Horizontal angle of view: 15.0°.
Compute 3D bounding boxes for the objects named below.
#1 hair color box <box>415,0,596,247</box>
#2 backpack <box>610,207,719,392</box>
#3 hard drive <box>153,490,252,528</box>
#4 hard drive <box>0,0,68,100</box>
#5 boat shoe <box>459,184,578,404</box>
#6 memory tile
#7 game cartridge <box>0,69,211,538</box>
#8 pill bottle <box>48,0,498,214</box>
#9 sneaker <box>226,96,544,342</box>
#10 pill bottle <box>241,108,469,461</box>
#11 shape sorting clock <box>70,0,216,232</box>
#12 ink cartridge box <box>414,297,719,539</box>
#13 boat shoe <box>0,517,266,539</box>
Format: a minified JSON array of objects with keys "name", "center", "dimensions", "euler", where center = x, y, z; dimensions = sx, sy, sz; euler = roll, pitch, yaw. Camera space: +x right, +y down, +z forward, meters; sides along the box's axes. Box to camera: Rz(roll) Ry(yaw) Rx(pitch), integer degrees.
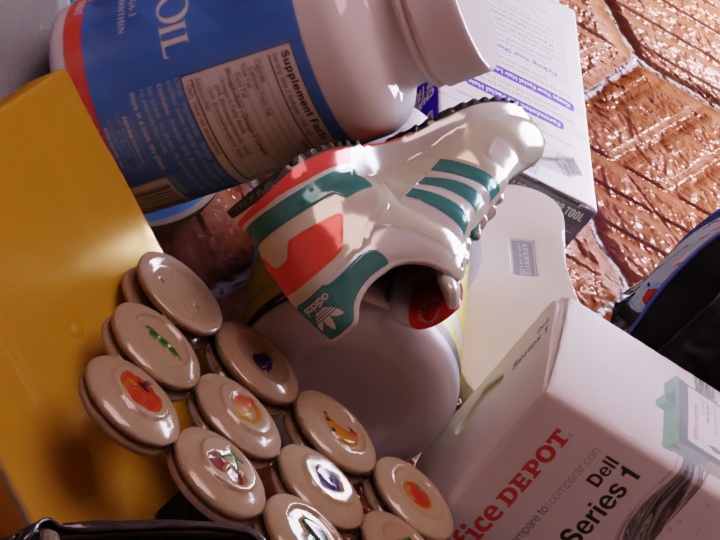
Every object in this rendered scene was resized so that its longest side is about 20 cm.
[{"name":"hair color box","center":[0.075,-0.100,1.625],"dimensions":[0.109,0.065,0.200],"euler":[25,34,-20]},{"name":"backpack","center":[0.215,0.061,1.455],"dimensions":[0.200,0.191,0.154],"euler":[35,18,-5]},{"name":"hard drive","center":[-0.002,0.190,1.223],"dimensions":[0.200,0.033,0.140],"euler":[22,46,-26]},{"name":"hard drive","center":[-0.210,-0.102,1.341],"dimensions":[0.139,0.033,0.201],"euler":[11,52,-24]},{"name":"boat shoe","center":[0.075,0.031,1.469],"dimensions":[0.072,0.069,0.200],"euler":[6,34,-7]},{"name":"memory tile","center":[-0.037,0.082,1.230],"dimensions":[0.200,0.017,0.153],"euler":[40,23,-11]},{"name":"game cartridge","center":[-0.140,0.028,1.234],"dimensions":[0.200,0.032,0.176],"euler":[62,33,-10]},{"name":"pill bottle","center":[-0.040,-0.106,1.322],"dimensions":[0.112,0.199,0.113],"euler":[-18,90,-76]},{"name":"sneaker","center":[0.027,-0.019,1.302],"dimensions":[0.199,0.070,0.094],"euler":[-18,76,-48]},{"name":"pill bottle","center":[0.000,0.000,1.397],"dimensions":[0.112,0.112,0.200],"euler":[28,36,-15]},{"name":"shape sorting clock","center":[-0.157,-0.098,1.432],"dimensions":[0.200,0.039,0.200],"euler":[24,36,-19]},{"name":"ink cartridge box","center":[0.137,0.128,1.343],"dimensions":[0.200,0.146,0.084],"euler":[31,34,-9]},{"name":"boat shoe","center":[-0.131,0.134,1.123],"dimensions":[0.199,0.065,0.072],"euler":[-3,49,-19]}]
